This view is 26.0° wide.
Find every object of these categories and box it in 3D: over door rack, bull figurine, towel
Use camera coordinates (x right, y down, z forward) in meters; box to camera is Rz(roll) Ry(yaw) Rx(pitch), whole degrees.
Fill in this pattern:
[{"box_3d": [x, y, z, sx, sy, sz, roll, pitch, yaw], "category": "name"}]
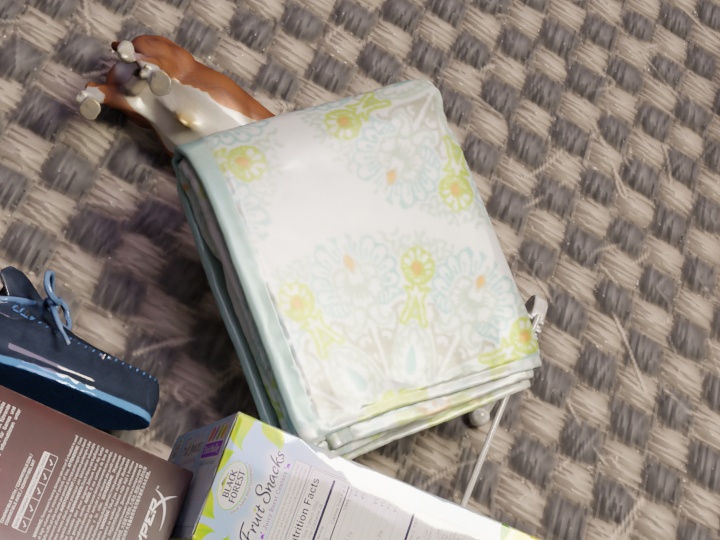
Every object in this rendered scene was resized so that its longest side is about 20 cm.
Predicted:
[{"box_3d": [0.015, 0.076, 0.941, 0.147, 0.067, 0.202, 26, 64, -9], "category": "over door rack"}, {"box_3d": [-0.082, -0.082, 0.978, 0.199, 0.066, 0.121, 31, 14, 4], "category": "bull figurine"}, {"box_3d": [0.000, 0.000, 0.897, 0.170, 0.048, 0.202, -17, 81, -27], "category": "towel"}]

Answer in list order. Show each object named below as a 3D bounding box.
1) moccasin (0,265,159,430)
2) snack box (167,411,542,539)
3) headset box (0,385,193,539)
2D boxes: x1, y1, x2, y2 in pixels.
[{"box_3d": [-0.197, 0.025, 0.844, 0.198, 0.080, 0.069, 24, 62, -12], "category": "moccasin"}, {"box_3d": [0.000, 0.142, 0.786, 0.198, 0.169, 0.068, 23, 75, -12], "category": "snack box"}, {"box_3d": [-0.199, 0.115, 0.740, 0.198, 0.149, 0.076, 26, 50, -10], "category": "headset box"}]
